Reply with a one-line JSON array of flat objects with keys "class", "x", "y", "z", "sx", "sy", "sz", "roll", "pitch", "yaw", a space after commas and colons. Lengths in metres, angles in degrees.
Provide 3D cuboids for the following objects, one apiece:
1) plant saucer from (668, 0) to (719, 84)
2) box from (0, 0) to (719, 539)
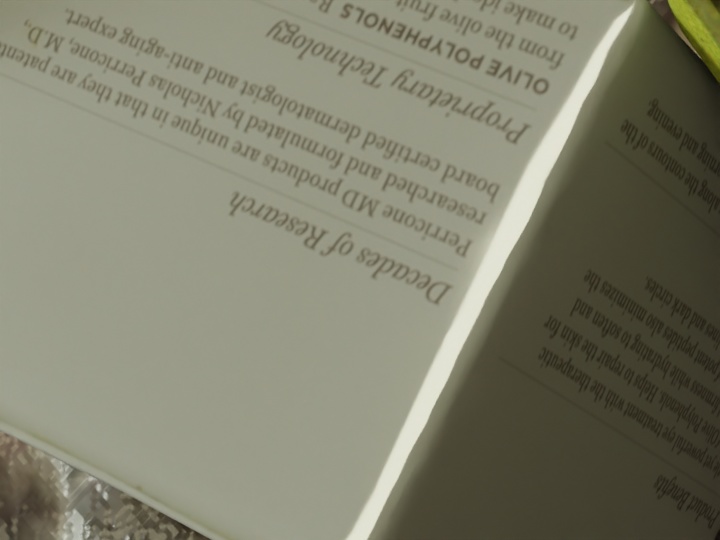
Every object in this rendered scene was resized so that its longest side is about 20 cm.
[{"class": "plant saucer", "x": 0.180, "y": -0.052, "z": 0.763, "sx": 0.200, "sy": 0.048, "sz": 0.200, "roll": -43, "pitch": 101, "yaw": -30}, {"class": "box", "x": 0.000, "y": 0.000, "z": 0.827, "sx": 0.200, "sy": 0.199, "sz": 0.171, "roll": 23, "pitch": 85, "yaw": 31}]
